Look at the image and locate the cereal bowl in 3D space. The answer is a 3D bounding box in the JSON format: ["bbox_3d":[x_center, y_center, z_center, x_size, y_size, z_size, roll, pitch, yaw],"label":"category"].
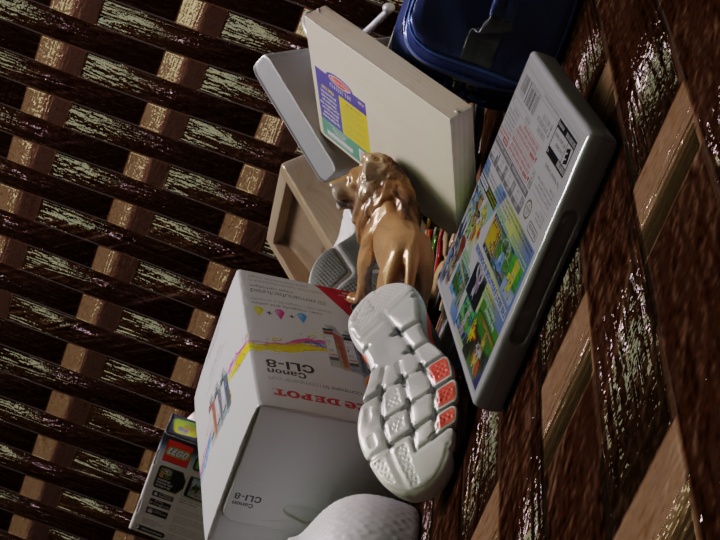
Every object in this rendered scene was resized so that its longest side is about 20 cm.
[{"bbox_3d":[-0.029,0.250,1.137,0.200,0.083,0.200,-159,90,-87],"label":"cereal bowl"}]

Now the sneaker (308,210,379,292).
[{"bbox_3d":[0.000,0.000,1.457,0.200,0.070,0.080,-67,-12,-50],"label":"sneaker"}]

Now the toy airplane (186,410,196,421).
[{"bbox_3d":[-0.078,0.149,1.588,0.199,0.141,0.200,-47,-47,-22],"label":"toy airplane"}]

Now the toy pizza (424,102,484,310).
[{"bbox_3d":[0.079,-0.063,1.446,0.200,0.032,0.201,12,-90,-89],"label":"toy pizza"}]

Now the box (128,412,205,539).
[{"bbox_3d":[-0.091,0.210,1.380,0.035,0.200,0.110,-76,8,-65],"label":"box"}]

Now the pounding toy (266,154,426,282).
[{"bbox_3d":[-0.002,-0.059,1.641,0.142,0.200,0.184,-23,-22,-21],"label":"pounding toy"}]

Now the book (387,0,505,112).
[{"bbox_3d":[0.100,-0.222,1.475,0.200,0.133,0.048,-73,7,-59],"label":"book"}]

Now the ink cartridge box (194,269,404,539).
[{"bbox_3d":[-0.046,0.121,1.293,0.200,0.145,0.145,-105,32,-56],"label":"ink cartridge box"}]

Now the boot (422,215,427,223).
[{"bbox_3d":[0.067,-0.067,1.693,0.200,0.072,0.145,55,-127,-87],"label":"boot"}]

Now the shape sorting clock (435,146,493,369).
[{"bbox_3d":[0.088,-0.017,1.217,0.200,0.039,0.200,-159,90,-87],"label":"shape sorting clock"}]

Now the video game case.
[{"bbox_3d":[0.101,-0.032,1.012,0.200,0.022,0.183,-101,31,-68],"label":"video game case"}]

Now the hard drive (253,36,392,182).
[{"bbox_3d":[0.000,-0.159,1.525,0.200,0.132,0.026,-18,-17,-50],"label":"hard drive"}]

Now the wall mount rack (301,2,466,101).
[{"bbox_3d":[0.020,-0.178,1.465,0.075,0.200,0.174,-40,-2,28],"label":"wall mount rack"}]

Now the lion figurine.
[{"bbox_3d":[0.030,-0.015,1.279,0.200,0.072,0.123,-132,48,-62],"label":"lion figurine"}]

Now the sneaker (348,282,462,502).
[{"bbox_3d":[0.045,0.094,1.123,0.077,0.082,0.200,-24,38,14],"label":"sneaker"}]

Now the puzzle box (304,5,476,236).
[{"bbox_3d":[0.026,-0.128,1.340,0.025,0.200,0.133,-31,-41,-22],"label":"puzzle box"}]

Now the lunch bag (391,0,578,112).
[{"bbox_3d":[0.110,-0.232,1.322,0.132,0.136,0.200,126,163,-81],"label":"lunch bag"}]
